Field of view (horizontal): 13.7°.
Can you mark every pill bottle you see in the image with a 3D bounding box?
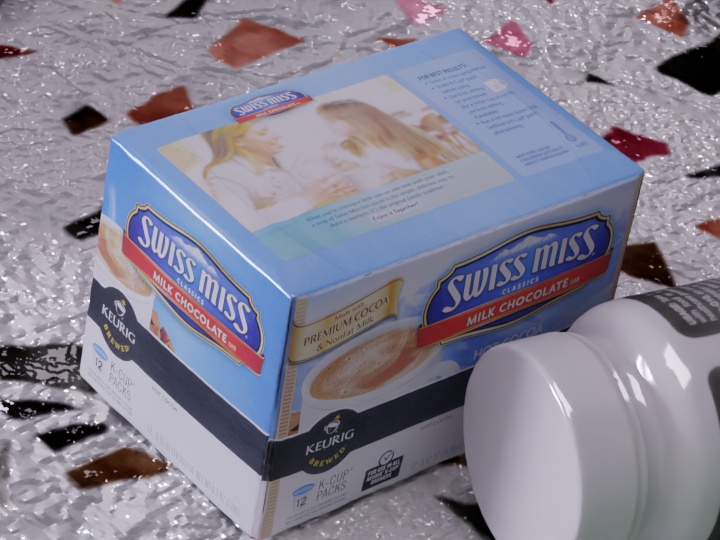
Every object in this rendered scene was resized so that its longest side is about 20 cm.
[{"bbox_3d":[0.151,0.061,1.261,0.200,0.114,0.114,-11,41,-26],"label":"pill bottle"}]

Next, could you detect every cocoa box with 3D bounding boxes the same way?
[{"bbox_3d":[0.000,0.000,1.288,0.200,0.131,0.133,-20,46,-35],"label":"cocoa box"}]
